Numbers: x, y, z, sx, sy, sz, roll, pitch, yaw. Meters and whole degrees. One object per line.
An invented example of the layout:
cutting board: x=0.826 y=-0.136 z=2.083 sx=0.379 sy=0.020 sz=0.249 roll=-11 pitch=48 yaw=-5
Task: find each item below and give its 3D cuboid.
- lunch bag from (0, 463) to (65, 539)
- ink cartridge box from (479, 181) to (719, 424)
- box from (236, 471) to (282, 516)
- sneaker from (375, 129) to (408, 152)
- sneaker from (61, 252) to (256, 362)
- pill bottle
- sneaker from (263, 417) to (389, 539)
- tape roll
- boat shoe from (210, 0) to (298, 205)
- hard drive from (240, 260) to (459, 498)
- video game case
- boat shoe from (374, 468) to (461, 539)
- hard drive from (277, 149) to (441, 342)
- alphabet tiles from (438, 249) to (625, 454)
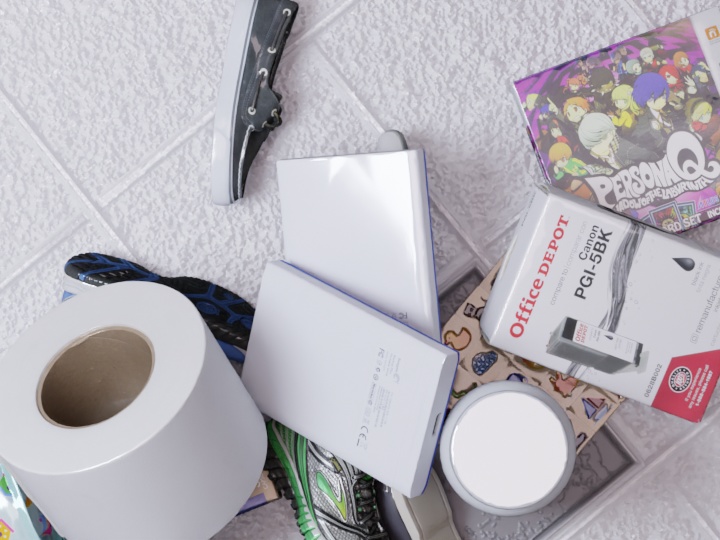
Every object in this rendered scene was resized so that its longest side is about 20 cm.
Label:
lunch bag: x=-0.358 y=0.211 z=1.716 sx=0.170 sy=0.122 sz=0.200 roll=-24 pitch=78 yaw=4
ink cartridge box: x=0.222 y=0.028 z=1.693 sx=0.200 sy=0.083 sz=0.147 roll=20 pitch=98 yaw=-4
box: x=-0.184 y=0.185 z=1.755 sx=0.200 sy=0.032 sz=0.121 roll=-22 pitch=85 yaw=2
sneaker: x=0.004 y=-0.029 z=1.741 sx=0.080 sy=0.070 sz=0.200 roll=7 pitch=87 yaw=6
sneaker: x=-0.174 y=0.048 z=1.753 sx=0.200 sy=0.076 sz=0.077 roll=19 pitch=113 yaw=2
pill bottle: x=0.123 y=0.149 z=1.649 sx=0.114 sy=0.200 sz=0.114 roll=0 pitch=86 yaw=3
sneaker: x=-0.015 y=0.195 z=1.693 sx=0.085 sy=0.078 sz=0.200 roll=-40 pitch=67 yaw=14
tape roll: x=-0.194 y=0.128 z=1.639 sx=0.203 sy=0.139 sz=0.203 roll=-14 pitch=45 yaw=15
boat shoe: x=-0.096 y=-0.155 z=1.757 sx=0.057 sy=0.069 sz=0.200 roll=8 pitch=84 yaw=3
hard drive: x=-0.013 y=0.089 z=1.653 sx=0.200 sy=0.025 sz=0.132 roll=27 pitch=114 yaw=33
video game case: x=0.257 y=-0.118 z=1.749 sx=0.200 sy=0.036 sz=0.181 roll=-20 pitch=86 yaw=2
boat shoe: x=0.056 y=0.266 z=1.733 sx=0.063 sy=0.073 sz=0.200 roll=-16 pitch=91 yaw=45
hard drive: x=0.000 y=0.000 z=1.690 sx=0.132 sy=0.025 sz=0.200 roll=-3 pitch=96 yaw=24
alphabet tiles: x=0.148 y=0.092 z=1.756 sx=0.167 sy=0.008 sz=0.200 roll=40 pitch=89 yaw=5
